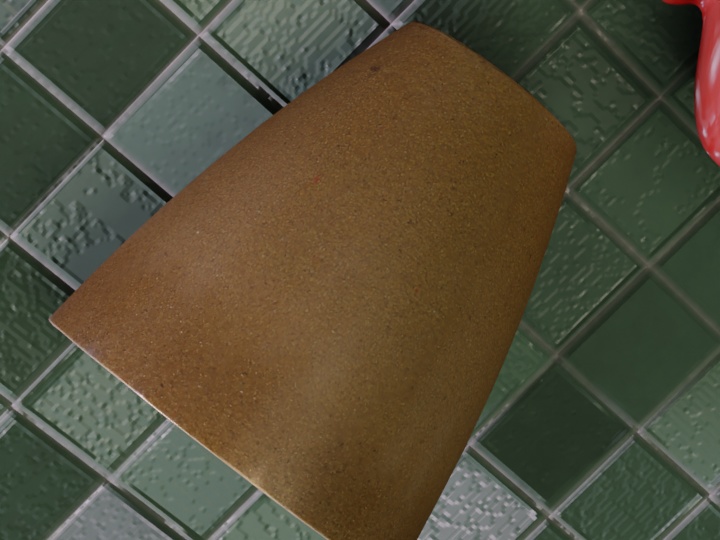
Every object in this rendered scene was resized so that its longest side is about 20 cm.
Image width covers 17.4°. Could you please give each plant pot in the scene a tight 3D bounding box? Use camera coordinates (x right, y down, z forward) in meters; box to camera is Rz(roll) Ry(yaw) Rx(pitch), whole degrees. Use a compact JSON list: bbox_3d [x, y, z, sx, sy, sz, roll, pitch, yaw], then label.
[{"bbox_3d":[0.000,0.000,1.018,0.186,0.186,0.200,40,86,-27],"label":"plant pot"}]

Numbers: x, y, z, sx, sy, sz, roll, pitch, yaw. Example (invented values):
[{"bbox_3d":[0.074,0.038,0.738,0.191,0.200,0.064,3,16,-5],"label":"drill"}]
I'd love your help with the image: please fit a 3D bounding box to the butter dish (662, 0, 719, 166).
[{"bbox_3d":[0.200,-0.110,1.026,0.147,0.200,0.201,24,109,0],"label":"butter dish"}]
